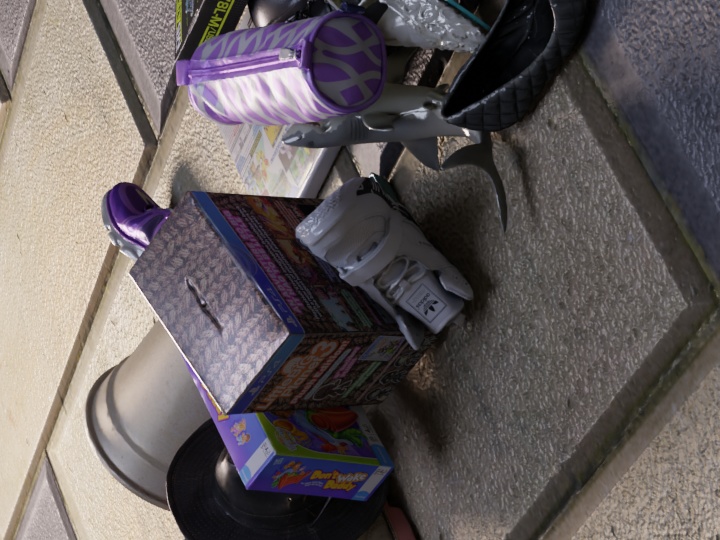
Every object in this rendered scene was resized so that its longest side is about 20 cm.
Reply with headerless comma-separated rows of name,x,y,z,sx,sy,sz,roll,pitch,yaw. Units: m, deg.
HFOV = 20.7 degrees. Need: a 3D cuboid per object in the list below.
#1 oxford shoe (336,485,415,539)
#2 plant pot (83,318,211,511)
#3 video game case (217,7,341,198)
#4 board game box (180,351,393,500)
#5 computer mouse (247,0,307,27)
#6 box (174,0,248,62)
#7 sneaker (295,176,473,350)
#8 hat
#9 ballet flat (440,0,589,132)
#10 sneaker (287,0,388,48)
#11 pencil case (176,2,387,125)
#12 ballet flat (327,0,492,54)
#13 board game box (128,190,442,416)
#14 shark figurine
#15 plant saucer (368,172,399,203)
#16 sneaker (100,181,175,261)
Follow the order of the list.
oxford shoe,-0.019,0.207,1.795,0.200,0.075,0.071,55,145,40
plant pot,-0.142,0.102,1.893,0.201,0.200,0.184,59,135,33
video game case,-0.078,-0.148,1.842,0.183,0.022,0.200,65,148,26
board game box,-0.072,0.101,1.672,0.045,0.134,0.200,-51,50,26
computer mouse,-0.062,-0.288,1.718,0.200,0.046,0.141,-36,67,52
box,-0.123,-0.317,1.778,0.193,0.047,0.200,120,153,-53
sneaker,0.026,-0.005,1.554,0.075,0.200,0.115,-44,73,9
hat,-0.073,0.169,1.738,0.081,0.200,0.201,93,153,-54
ballet flat,0.116,-0.169,1.435,0.067,0.057,0.200,60,146,28
sneaker,-0.014,-0.205,1.628,0.076,0.091,0.200,-115,32,-42
pencil case,-0.061,-0.157,1.560,0.200,0.085,0.084,-3,91,56
ballet flat,0.018,-0.215,1.534,0.200,0.072,0.072,40,137,20
board game box,-0.060,0.026,1.626,0.097,0.200,0.160,-51,59,26
shark figurine,0.057,-0.104,1.577,0.214,0.128,0.090,19,143,40
plant saucer,0.000,0.000,1.752,0.070,0.019,0.200,62,148,28
sneaker,-0.197,-0.041,2.067,0.200,0.081,0.084,42,122,37
